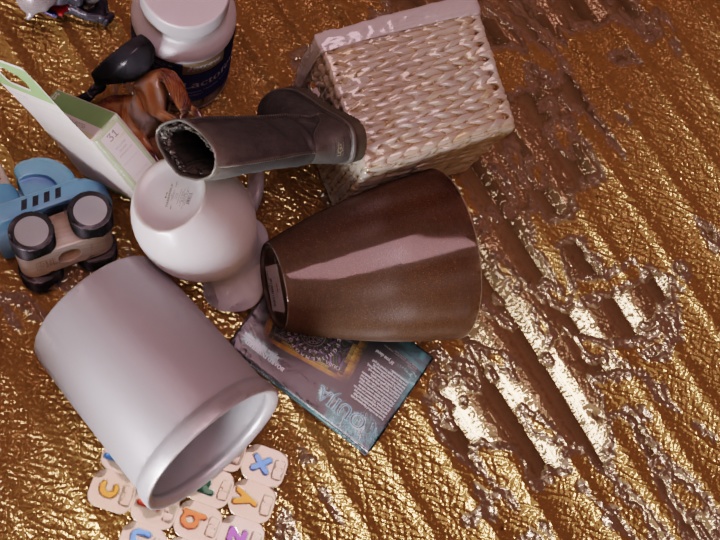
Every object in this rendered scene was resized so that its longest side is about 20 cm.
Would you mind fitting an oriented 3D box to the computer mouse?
[{"bbox_3d":[-0.274,-0.201,1.194,0.059,0.199,0.034,-43,102,-34],"label":"computer mouse"}]

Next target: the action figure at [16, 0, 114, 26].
[{"bbox_3d":[-0.365,-0.377,1.265,0.198,0.105,0.195,16,62,-11],"label":"action figure"}]

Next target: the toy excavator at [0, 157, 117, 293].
[{"bbox_3d":[-0.379,-0.081,1.200,0.193,0.100,0.201,-21,67,-17],"label":"toy excavator"}]

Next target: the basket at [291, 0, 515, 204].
[{"bbox_3d":[0.044,-0.184,1.245,0.198,0.198,0.162,-19,84,-16],"label":"basket"}]

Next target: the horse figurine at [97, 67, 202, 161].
[{"bbox_3d":[-0.222,-0.163,1.199,0.050,0.200,0.134,-25,84,-34],"label":"horse figurine"}]

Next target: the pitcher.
[{"bbox_3d":[-0.156,-0.065,1.165,0.120,0.200,0.174,5,73,17],"label":"pitcher"}]

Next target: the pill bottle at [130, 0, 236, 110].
[{"bbox_3d":[-0.196,-0.265,1.216,0.114,0.200,0.117,2,75,-9],"label":"pill bottle"}]

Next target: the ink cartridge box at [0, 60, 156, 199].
[{"bbox_3d":[-0.301,-0.161,1.150,0.048,0.145,0.201,-48,131,-16],"label":"ink cartridge box"}]

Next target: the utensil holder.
[{"bbox_3d":[-0.209,0.110,1.121,0.170,0.170,0.200,-38,72,-17],"label":"utensil holder"}]

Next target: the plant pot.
[{"bbox_3d":[0.000,0.000,1.176,0.198,0.187,0.189,-11,78,-19],"label":"plant pot"}]

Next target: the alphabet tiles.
[{"bbox_3d":[-0.184,0.224,1.188,0.194,0.015,0.202,20,73,-5],"label":"alphabet tiles"}]

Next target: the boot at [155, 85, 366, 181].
[{"bbox_3d":[-0.115,-0.135,1.103,0.199,0.181,0.073,-17,115,-36],"label":"boot"}]

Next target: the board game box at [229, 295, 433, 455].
[{"bbox_3d":[-0.034,0.093,1.243,0.199,0.028,0.136,38,73,0],"label":"board game box"}]
